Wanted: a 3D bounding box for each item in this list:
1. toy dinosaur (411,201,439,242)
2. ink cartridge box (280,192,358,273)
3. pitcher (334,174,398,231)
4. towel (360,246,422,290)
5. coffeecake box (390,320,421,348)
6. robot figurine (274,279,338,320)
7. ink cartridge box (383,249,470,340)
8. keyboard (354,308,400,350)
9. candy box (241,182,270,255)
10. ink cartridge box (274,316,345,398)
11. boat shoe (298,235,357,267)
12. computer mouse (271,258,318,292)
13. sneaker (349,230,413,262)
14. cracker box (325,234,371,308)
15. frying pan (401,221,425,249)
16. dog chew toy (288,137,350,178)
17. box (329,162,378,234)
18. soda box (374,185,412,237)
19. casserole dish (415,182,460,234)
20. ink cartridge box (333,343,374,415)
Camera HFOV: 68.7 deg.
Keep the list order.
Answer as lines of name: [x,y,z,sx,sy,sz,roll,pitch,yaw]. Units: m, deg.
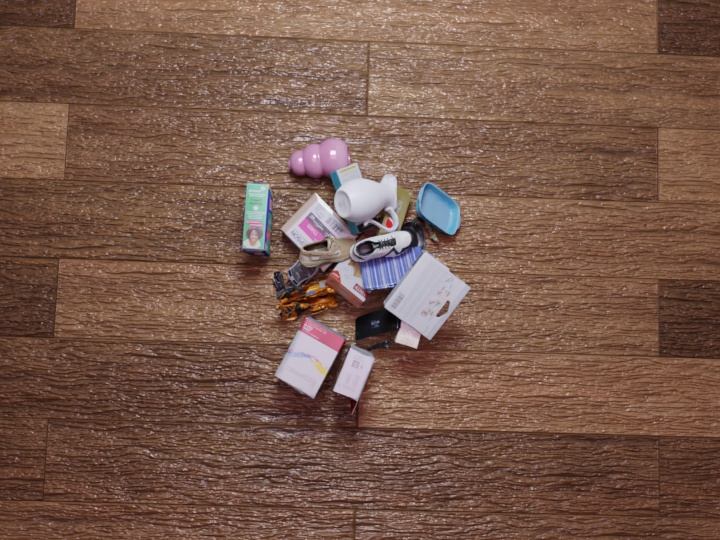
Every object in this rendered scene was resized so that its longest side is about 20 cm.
toy dinosaur: [0.205,-0.186,1.702,0.087,0.047,0.204,-2,80,-46]
ink cartridge box: [-0.130,-0.118,1.685,0.200,0.075,0.165,44,85,0]
pitcher: [0.028,-0.188,1.559,0.198,0.120,0.175,-17,92,-39]
towel: [0.100,-0.010,1.584,0.196,0.024,0.146,-8,48,-1]
coffeecake box: [0.161,0.129,1.637,0.072,0.154,0.203,17,86,-1]
robot figurine: [-0.170,0.094,1.643,0.197,0.146,0.059,-17,49,-12]
ink cartridge box: [0.191,0.071,1.523,0.173,0.044,0.201,36,99,-11]
keyboard: [0.051,0.187,1.618,0.020,0.199,0.129,18,63,-36]
candy box: [-0.316,-0.155,1.636,0.076,0.169,0.204,2,87,-5]
ink cartridge box: [-0.152,0.265,1.625,0.143,0.145,0.202,28,86,1]
boat shoe: [-0.090,-0.066,1.582,0.198,0.065,0.071,-20,52,-28]
computer mouse: [-0.193,0.016,1.658,0.199,0.044,0.111,-34,81,30]
sneaker: [0.067,-0.071,1.567,0.197,0.080,0.075,-18,86,-5]
cracker box: [0.000,0.000,1.644,0.133,0.058,0.201,38,56,0]
frying pan: [0.152,-0.064,1.683,0.114,0.031,0.193,26,71,-28]
dog chew toy: [-0.133,-0.351,1.682,0.196,0.125,0.127,-6,87,7]
box: [-0.019,-0.221,1.628,0.082,0.049,0.203,-25,101,-28]
soda box: [0.101,-0.163,1.671,0.063,0.068,0.203,21,72,-7]
casserole dish: [0.242,-0.192,1.674,0.199,0.039,0.123,30,66,-31]
ink cartridge box: [-0.029,0.325,1.596,0.083,0.200,0.178,23,85,1]
